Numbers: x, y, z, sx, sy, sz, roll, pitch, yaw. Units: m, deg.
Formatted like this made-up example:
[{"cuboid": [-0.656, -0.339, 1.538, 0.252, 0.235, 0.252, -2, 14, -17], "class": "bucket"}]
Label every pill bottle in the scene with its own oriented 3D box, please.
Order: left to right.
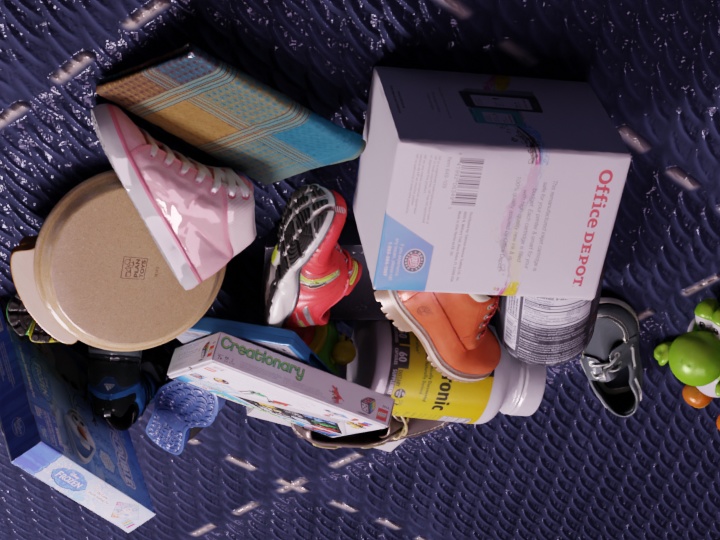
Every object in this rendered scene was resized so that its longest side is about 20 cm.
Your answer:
[{"cuboid": [0.094, 0.107, 1.711, 0.199, 0.112, 0.111, 7, 145, -18], "class": "pill bottle"}, {"cuboid": [0.189, 0.002, 1.569, 0.106, 0.107, 0.200, -4, 146, -1], "class": "pill bottle"}]

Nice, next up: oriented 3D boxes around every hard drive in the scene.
[{"cuboid": [0.000, 0.000, 1.601, 0.199, 0.042, 0.135, 1, 146, -6], "class": "hard drive"}]

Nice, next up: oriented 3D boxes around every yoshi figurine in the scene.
[{"cuboid": [0.383, 0.111, 1.759, 0.112, 0.112, 0.200, -6, 144, 14], "class": "yoshi figurine"}]

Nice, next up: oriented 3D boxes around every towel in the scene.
[{"cuboid": [-0.111, -0.134, 1.373, 0.200, 0.022, 0.146, 27, 154, -37], "class": "towel"}]

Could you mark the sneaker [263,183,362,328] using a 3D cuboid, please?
[{"cuboid": [-0.037, -0.013, 1.500, 0.085, 0.077, 0.200, 4, 147, -15], "class": "sneaker"}]

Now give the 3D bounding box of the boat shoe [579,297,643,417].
[{"cuboid": [0.280, 0.097, 1.761, 0.073, 0.062, 0.200, -12, 146, 11], "class": "boat shoe"}]

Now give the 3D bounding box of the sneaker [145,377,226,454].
[{"cuboid": [-0.181, 0.134, 1.730, 0.070, 0.078, 0.200, 36, 149, -5], "class": "sneaker"}]

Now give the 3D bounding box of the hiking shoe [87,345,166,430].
[{"cuboid": [-0.257, 0.129, 1.693, 0.074, 0.087, 0.200, 4, 166, 7], "class": "hiking shoe"}]

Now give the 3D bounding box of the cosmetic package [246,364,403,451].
[{"cuboid": [-0.025, 0.148, 1.811, 0.199, 0.051, 0.083, 18, 140, -30], "class": "cosmetic package"}]

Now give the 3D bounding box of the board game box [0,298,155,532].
[{"cuboid": [-0.308, 0.151, 1.650, 0.043, 0.200, 0.199, -34, 140, 9], "class": "board game box"}]

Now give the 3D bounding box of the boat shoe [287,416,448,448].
[{"cuboid": [0.018, 0.163, 1.753, 0.199, 0.060, 0.072, 2, 113, -25], "class": "boat shoe"}]

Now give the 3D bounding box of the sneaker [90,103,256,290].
[{"cuboid": [-0.160, -0.084, 1.428, 0.104, 0.075, 0.201, -30, 123, -4], "class": "sneaker"}]

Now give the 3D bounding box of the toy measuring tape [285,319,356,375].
[{"cuboid": [-0.090, 0.072, 1.700, 0.199, 0.074, 0.074, 5, 153, 30], "class": "toy measuring tape"}]

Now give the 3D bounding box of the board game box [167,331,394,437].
[{"cuboid": [-0.081, 0.118, 1.596, 0.199, 0.035, 0.126, 23, 161, -22], "class": "board game box"}]

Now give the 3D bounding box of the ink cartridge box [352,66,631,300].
[{"cuboid": [0.108, -0.076, 1.370, 0.199, 0.146, 0.147, 3, 121, -11], "class": "ink cartridge box"}]

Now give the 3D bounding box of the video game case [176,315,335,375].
[{"cuboid": [-0.102, 0.092, 1.623, 0.143, 0.018, 0.200, 8, 161, 20], "class": "video game case"}]

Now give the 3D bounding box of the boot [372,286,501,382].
[{"cuboid": [0.106, 0.044, 1.569, 0.107, 0.075, 0.200, -20, 141, 24], "class": "boot"}]

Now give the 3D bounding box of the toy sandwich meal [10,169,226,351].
[{"cuboid": [-0.227, -0.011, 1.515, 0.204, 0.070, 0.206, -7, 113, -16], "class": "toy sandwich meal"}]

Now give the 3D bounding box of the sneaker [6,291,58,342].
[{"cuboid": [-0.260, 0.031, 1.609, 0.199, 0.078, 0.085, 0, -177, -19], "class": "sneaker"}]
